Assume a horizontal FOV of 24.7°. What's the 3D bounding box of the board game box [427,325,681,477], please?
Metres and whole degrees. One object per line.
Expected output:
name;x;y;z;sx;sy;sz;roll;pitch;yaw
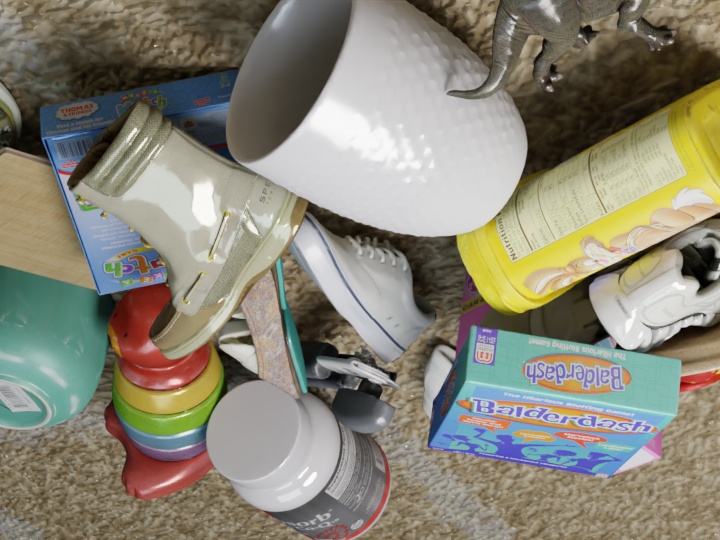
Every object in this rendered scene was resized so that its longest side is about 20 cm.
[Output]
board game box;0.138;0.102;1.224;0.151;0.045;0.200;9;159;-2

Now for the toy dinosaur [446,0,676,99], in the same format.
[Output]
toy dinosaur;0.137;-0.176;1.037;0.199;0.077;0.102;-20;135;14

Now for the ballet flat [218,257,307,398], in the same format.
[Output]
ballet flat;-0.088;0.034;1.347;0.067;0.068;0.201;-9;134;0

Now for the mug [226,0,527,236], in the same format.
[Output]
mug;0.007;-0.099;1.139;0.175;0.149;0.200;26;161;-28

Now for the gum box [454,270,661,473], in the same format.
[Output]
gum box;0.172;0.079;1.367;0.200;0.114;0.066;34;139;-30

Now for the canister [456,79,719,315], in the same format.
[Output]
canister;0.185;-0.054;1.152;0.199;0.148;0.087;-29;89;38

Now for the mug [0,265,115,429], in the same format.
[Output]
mug;-0.319;0.066;1.467;0.184;0.115;0.152;20;145;-15

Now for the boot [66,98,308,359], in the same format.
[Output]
boot;-0.146;-0.028;1.204;0.154;0.072;0.200;28;132;-16

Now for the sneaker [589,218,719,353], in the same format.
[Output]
sneaker;0.248;-0.001;1.194;0.081;0.200;0.075;-43;79;38

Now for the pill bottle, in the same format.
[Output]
pill bottle;-0.057;0.176;1.529;0.115;0.117;0.200;-7;156;22

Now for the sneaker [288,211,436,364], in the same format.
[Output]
sneaker;0.000;0.000;1.341;0.071;0.073;0.200;-40;142;0

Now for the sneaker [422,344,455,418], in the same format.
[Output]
sneaker;0.154;0.108;1.460;0.198;0.076;0.089;7;134;6

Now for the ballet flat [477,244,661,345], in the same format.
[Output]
ballet flat;0.178;0.026;1.264;0.199;0.070;0.070;-23;154;-23

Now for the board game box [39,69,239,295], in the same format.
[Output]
board game box;-0.151;-0.063;1.274;0.150;0.037;0.201;-11;144;-3

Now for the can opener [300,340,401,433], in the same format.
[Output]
can opener;-0.030;0.093;1.424;0.052;0.067;0.200;29;172;-25

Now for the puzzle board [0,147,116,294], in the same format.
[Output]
puzzle board;-0.242;-0.040;1.342;0.199;0.018;0.150;16;143;-39

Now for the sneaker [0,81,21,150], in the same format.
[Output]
sneaker;-0.309;-0.118;1.222;0.076;0.089;0.200;5;148;9

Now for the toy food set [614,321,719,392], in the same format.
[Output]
toy food set;0.289;0.053;1.269;0.199;0.198;0.049;-15;98;20

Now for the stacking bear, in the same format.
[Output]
stacking bear;-0.178;0.091;1.481;0.113;0.122;0.201;-14;138;-13
